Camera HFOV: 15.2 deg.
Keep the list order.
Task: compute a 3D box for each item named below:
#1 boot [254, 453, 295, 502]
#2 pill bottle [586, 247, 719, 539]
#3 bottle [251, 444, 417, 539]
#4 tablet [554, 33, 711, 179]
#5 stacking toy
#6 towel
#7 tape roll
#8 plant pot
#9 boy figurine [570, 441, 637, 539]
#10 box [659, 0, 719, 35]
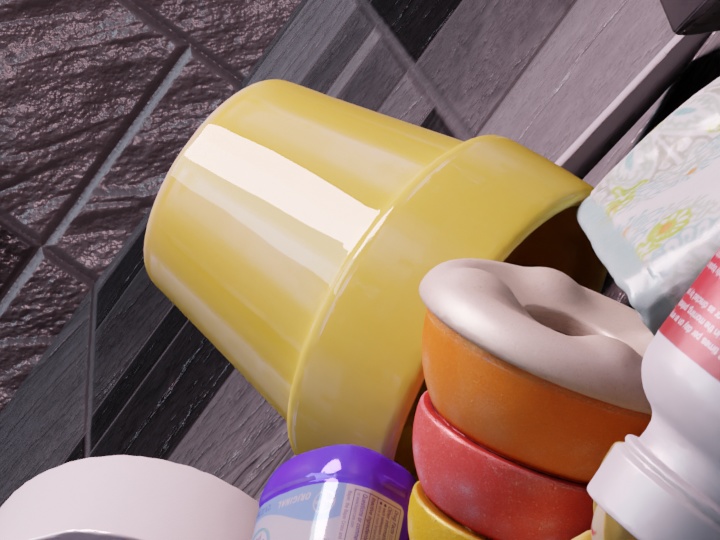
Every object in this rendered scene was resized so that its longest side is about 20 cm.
[{"bbox_3d":[-0.050,0.155,1.529,0.132,0.070,0.200,-28,-22,-43],"label":"boot"},{"bbox_3d":[0.175,0.025,0.976,0.200,0.112,0.112,-53,11,5],"label":"pill bottle"},{"bbox_3d":[-0.025,0.181,1.244,0.083,0.065,0.200,-24,43,46],"label":"bottle"},{"bbox_3d":[0.137,-0.076,1.532,0.200,0.014,0.130,-46,-5,-18],"label":"tablet"},{"bbox_3d":[0.066,0.106,1.227,0.146,0.146,0.200,-104,34,-75],"label":"stacking toy"},{"bbox_3d":[0.183,-0.050,1.234,0.171,0.048,0.200,-39,14,7],"label":"towel"},{"bbox_3d":[-0.122,0.201,1.464,0.202,0.202,0.071,-48,14,32],"label":"tape roll"},{"bbox_3d":[0.000,0.000,1.390,0.201,0.189,0.201,-45,-25,-27],"label":"plant pot"},{"bbox_3d":[0.078,0.156,1.124,0.200,0.064,0.124,-53,8,24],"label":"boy figurine"},{"bbox_3d":[0.214,-0.200,1.154,0.200,0.149,0.124,-10,-18,-33],"label":"box"}]
